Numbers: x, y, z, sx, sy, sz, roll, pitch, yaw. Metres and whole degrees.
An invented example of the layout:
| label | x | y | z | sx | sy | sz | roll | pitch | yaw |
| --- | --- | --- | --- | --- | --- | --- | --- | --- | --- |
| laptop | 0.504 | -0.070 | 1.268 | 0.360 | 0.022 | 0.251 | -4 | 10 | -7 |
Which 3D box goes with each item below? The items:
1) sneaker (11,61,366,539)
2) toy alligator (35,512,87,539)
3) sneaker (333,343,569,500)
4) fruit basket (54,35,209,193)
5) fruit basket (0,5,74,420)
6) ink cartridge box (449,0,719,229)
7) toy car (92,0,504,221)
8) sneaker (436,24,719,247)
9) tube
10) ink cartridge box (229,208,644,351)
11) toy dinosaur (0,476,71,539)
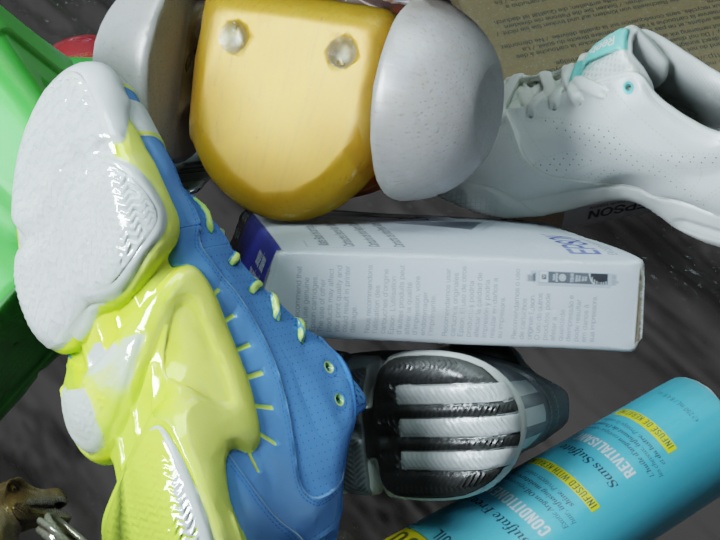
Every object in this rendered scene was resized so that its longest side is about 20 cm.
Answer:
| label | x | y | z | sx | sy | sz | roll | pitch | yaw |
| --- | --- | --- | --- | --- | --- | --- | --- | --- | --- |
| sneaker | -0.059 | 0.024 | 0.755 | 0.104 | 0.202 | 0.075 | -1 | -15 | -45 |
| toy alligator | -0.059 | 0.162 | 0.717 | 0.199 | 0.059 | 0.054 | 37 | 90 | 29 |
| sneaker | -0.004 | 0.060 | 0.877 | 0.198 | 0.076 | 0.115 | 4 | 5 | 30 |
| fruit basket | -0.136 | -0.066 | 1.027 | 0.183 | 0.095 | 0.200 | 2 | 17 | 13 |
| fruit basket | -0.204 | -0.029 | 0.850 | 0.213 | 0.218 | 0.155 | 9 | -7 | 12 |
| ink cartridge box | 0.146 | -0.114 | 1.070 | 0.198 | 0.075 | 0.166 | -10 | 52 | -11 |
| toy car | -0.009 | -0.124 | 0.898 | 0.173 | 0.202 | 0.150 | 11 | 10 | 21 |
| sneaker | 0.103 | -0.071 | 0.919 | 0.198 | 0.089 | 0.076 | 9 | 49 | 23 |
| tube | 0.063 | 0.107 | 0.821 | 0.199 | 0.051 | 0.077 | -27 | 36 | -27 |
| ink cartridge box | 0.000 | 0.000 | 0.885 | 0.198 | 0.041 | 0.200 | 1 | 6 | -8 |
| toy dinosaur | -0.145 | 0.109 | 0.730 | 0.058 | 0.200 | 0.102 | -25 | 80 | 5 |
